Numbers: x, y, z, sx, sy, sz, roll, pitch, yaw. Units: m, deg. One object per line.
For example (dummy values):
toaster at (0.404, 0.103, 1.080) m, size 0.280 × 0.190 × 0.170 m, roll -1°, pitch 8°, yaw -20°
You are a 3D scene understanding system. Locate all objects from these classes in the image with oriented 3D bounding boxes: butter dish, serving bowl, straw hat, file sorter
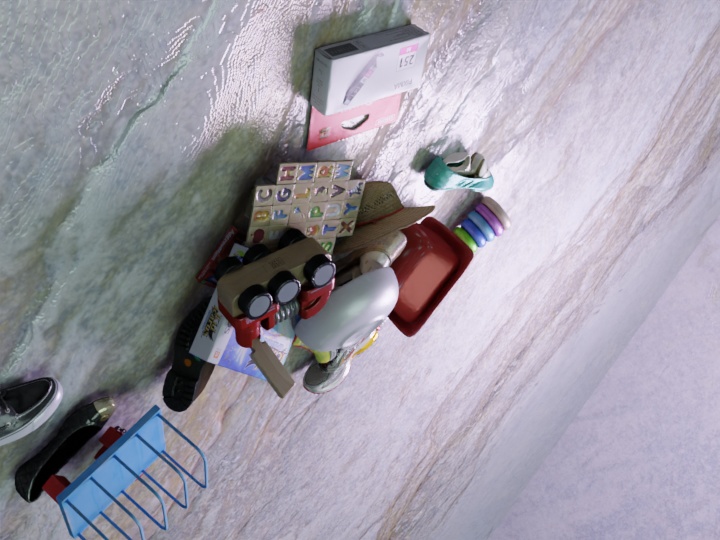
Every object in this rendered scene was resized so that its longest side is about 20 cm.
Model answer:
butter dish at (0.075, -0.016, 1.566) m, size 0.147 × 0.200 × 0.201 m, roll 32°, pitch 99°, yaw -35°
serving bowl at (-0.012, 0.079, 1.439) m, size 0.198 × 0.066 × 0.200 m, roll -31°, pitch 167°, yaw -8°
straw hat at (0.023, -0.108, 1.456) m, size 0.199 × 0.200 × 0.086 m, roll -30°, pitch 102°, yaw -26°
file sorter at (-0.343, 0.344, 1.320) m, size 0.200 × 0.122 × 0.140 m, roll -45°, pitch 160°, yaw -34°

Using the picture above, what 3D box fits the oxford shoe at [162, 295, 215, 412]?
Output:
oxford shoe at (-0.263, 0.127, 1.403) m, size 0.203 × 0.072 × 0.084 m, roll -63°, pitch 173°, yaw 14°

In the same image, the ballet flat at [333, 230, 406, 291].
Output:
ballet flat at (0.000, 0.000, 1.487) m, size 0.198 × 0.068 × 0.068 m, roll -31°, pitch 125°, yaw 28°

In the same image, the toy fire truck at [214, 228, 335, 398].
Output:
toy fire truck at (-0.119, 0.070, 1.297) m, size 0.174 × 0.128 × 0.203 m, roll -26°, pitch 140°, yaw -29°

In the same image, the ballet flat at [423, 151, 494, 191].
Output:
ballet flat at (0.200, -0.187, 1.605) m, size 0.198 × 0.068 × 0.071 m, roll -8°, pitch 139°, yaw -44°

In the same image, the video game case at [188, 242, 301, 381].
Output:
video game case at (-0.168, 0.075, 1.378) m, size 0.199 × 0.045 × 0.184 m, roll 31°, pitch 81°, yaw -58°

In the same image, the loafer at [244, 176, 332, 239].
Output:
loafer at (-0.115, -0.078, 1.350) m, size 0.070 × 0.075 × 0.199 m, roll -47°, pitch 139°, yaw 7°

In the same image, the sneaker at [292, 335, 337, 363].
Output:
sneaker at (-0.104, 0.111, 1.567) m, size 0.089 × 0.078 × 0.202 m, roll -30°, pitch 139°, yaw -11°

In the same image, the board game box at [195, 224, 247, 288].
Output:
board game box at (-0.174, -0.002, 1.401) m, size 0.104 × 0.019 × 0.199 m, roll -54°, pitch 148°, yaw 7°

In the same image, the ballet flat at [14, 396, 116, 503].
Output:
ballet flat at (-0.452, 0.277, 1.328) m, size 0.200 × 0.057 × 0.067 m, roll -45°, pitch 149°, yaw -5°

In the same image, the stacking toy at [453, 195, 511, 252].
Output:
stacking toy at (0.215, -0.058, 1.758) m, size 0.200 × 0.085 × 0.086 m, roll -42°, pitch 148°, yaw -2°

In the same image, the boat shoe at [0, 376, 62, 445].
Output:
boat shoe at (-0.510, 0.199, 1.174) m, size 0.197 × 0.070 × 0.067 m, roll -28°, pitch 145°, yaw -17°

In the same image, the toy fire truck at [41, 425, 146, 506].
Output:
toy fire truck at (-0.414, 0.326, 1.381) m, size 0.142 × 0.048 × 0.201 m, roll -52°, pitch 162°, yaw -12°

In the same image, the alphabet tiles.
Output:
alphabet tiles at (-0.082, -0.090, 1.306) m, size 0.197 × 0.006 × 0.169 m, roll -8°, pitch 126°, yaw -35°

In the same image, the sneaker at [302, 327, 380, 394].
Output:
sneaker at (-0.048, 0.152, 1.678) m, size 0.201 × 0.077 × 0.082 m, roll -51°, pitch 145°, yaw -13°

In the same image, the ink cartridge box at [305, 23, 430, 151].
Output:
ink cartridge box at (0.010, -0.273, 1.312) m, size 0.198 × 0.043 × 0.176 m, roll -24°, pitch 140°, yaw -33°
